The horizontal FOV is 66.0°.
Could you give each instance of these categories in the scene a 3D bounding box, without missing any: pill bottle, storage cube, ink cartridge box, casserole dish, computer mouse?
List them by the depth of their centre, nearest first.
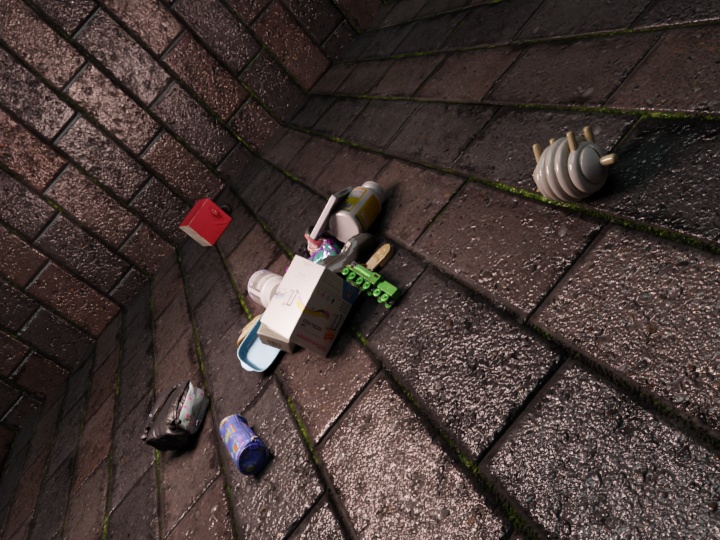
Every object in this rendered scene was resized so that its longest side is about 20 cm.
[{"bbox_3d":[-0.131,0.094,1.444,0.143,0.146,0.203,20,80,48],"label":"ink cartridge box"},{"bbox_3d":[-0.273,0.209,1.625,0.120,0.039,0.202,27,72,23],"label":"casserole dish"},{"bbox_3d":[-0.004,-0.182,1.681,0.112,0.113,0.201,-17,28,44],"label":"pill bottle"},{"bbox_3d":[-0.283,0.068,1.789,0.115,0.114,0.199,-53,28,-11],"label":"pill bottle"},{"bbox_3d":[-0.187,-0.045,1.889,0.059,0.034,0.201,-59,19,16],"label":"computer mouse"},{"bbox_3d":[-0.813,-0.250,2.904,0.199,0.171,0.182,4,58,56],"label":"storage cube"}]

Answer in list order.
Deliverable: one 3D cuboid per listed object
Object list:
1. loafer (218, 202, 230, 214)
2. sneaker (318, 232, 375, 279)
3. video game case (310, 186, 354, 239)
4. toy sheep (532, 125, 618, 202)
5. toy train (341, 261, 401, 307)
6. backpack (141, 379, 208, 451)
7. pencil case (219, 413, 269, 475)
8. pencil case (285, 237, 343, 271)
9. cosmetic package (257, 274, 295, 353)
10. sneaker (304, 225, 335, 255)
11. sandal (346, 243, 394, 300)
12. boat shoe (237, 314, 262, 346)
[{"bbox_3d":[-0.788,-0.310,3.064,0.197,0.073,0.072,-25,30,22],"label":"loafer"},{"bbox_3d":[-0.031,-0.025,1.595,0.199,0.076,0.091,-40,53,1],"label":"sneaker"},{"bbox_3d":[-0.083,-0.177,1.680,0.145,0.018,0.200,-59,-5,21],"label":"video game case"},{"bbox_3d":[0.415,-0.202,1.089,0.139,0.137,0.199,-55,17,-14],"label":"toy sheep"},{"bbox_3d":[0.026,0.030,1.407,0.057,0.042,0.199,-47,46,-10],"label":"toy train"},{"bbox_3d":[-0.556,0.443,1.701,0.164,0.127,0.202,-18,38,26],"label":"backpack"},{"bbox_3d":[-0.294,0.427,1.383,0.199,0.077,0.089,20,99,61],"label":"pencil case"},{"bbox_3d":[-0.134,-0.020,1.701,0.199,0.093,0.086,-36,17,25],"label":"pencil case"},{"bbox_3d":[-0.208,0.122,1.593,0.103,0.072,0.203,14,60,11],"label":"cosmetic package"},{"bbox_3d":[-0.135,-0.082,1.754,0.088,0.073,0.200,-58,-11,6],"label":"sneaker"},{"bbox_3d":[-0.002,-0.002,1.512,0.212,0.069,0.078,-48,27,1],"label":"sandal"},{"bbox_3d":[-0.317,0.175,1.745,0.198,0.073,0.070,-34,36,28],"label":"boat shoe"}]
